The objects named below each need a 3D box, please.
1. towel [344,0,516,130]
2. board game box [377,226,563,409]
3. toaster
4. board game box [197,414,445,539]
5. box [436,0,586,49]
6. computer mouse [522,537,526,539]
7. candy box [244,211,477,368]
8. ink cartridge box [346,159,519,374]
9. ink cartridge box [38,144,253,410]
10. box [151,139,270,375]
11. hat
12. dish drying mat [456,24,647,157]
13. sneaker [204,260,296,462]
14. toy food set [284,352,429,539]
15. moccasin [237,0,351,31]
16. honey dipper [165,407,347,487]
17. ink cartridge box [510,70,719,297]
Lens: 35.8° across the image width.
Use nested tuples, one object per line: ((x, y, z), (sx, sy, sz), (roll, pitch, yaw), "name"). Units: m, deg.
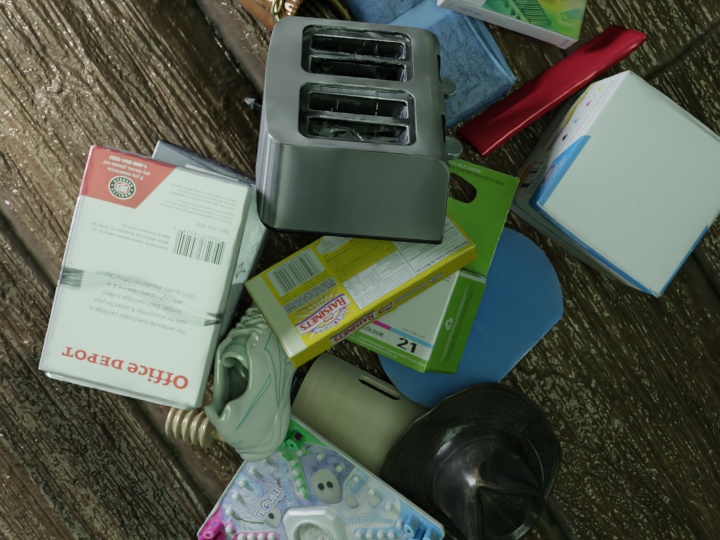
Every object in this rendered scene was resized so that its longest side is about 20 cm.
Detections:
((0.064, -0.241, 1.117), (0.111, 0.049, 0.202), (-31, 97, 0), "towel")
((0.110, 0.050, 1.132), (0.200, 0.039, 0.158), (-45, 58, -1), "board game box")
((-0.012, -0.127, 1.012), (0.197, 0.183, 0.120), (4, 138, -4), "toaster")
((-0.047, 0.266, 1.099), (0.199, 0.026, 0.201), (35, 120, 3), "board game box")
((0.166, -0.337, 1.098), (0.142, 0.036, 0.203), (14, 85, -12), "box")
((0.084, 0.216, 1.167), (0.138, 0.046, 0.203), (-16, 100, 2), "computer mouse")
((0.000, 0.000, 1.032), (0.198, 0.027, 0.103), (-30, 55, -9), "candy box")
((0.050, -0.019, 1.091), (0.146, 0.075, 0.203), (21, 95, 30), "ink cartridge box")
((-0.187, 0.005, 0.988), (0.145, 0.083, 0.203), (15, 94, -7), "ink cartridge box")
((-0.168, -0.009, 1.088), (0.131, 0.115, 0.202), (22, 94, -6), "box")
((0.120, 0.214, 1.072), (0.198, 0.081, 0.203), (-8, 119, -14), "hat")
((0.191, -0.181, 1.120), (0.199, 0.077, 0.018), (-34, 113, -1), "dish drying mat")
((-0.092, 0.072, 1.052), (0.070, 0.080, 0.203), (-8, 55, 30), "sneaker")
((-0.018, 0.205, 1.141), (0.142, 0.060, 0.202), (26, 99, 11), "toy food set")
((-0.062, -0.257, 1.085), (0.074, 0.078, 0.202), (-42, 97, -18), "moccasin")
((-0.101, 0.179, 1.115), (0.197, 0.038, 0.039), (17, 94, 16), "honey dipper")
((0.244, -0.084, 1.069), (0.144, 0.200, 0.148), (35, 92, -4), "ink cartridge box")
